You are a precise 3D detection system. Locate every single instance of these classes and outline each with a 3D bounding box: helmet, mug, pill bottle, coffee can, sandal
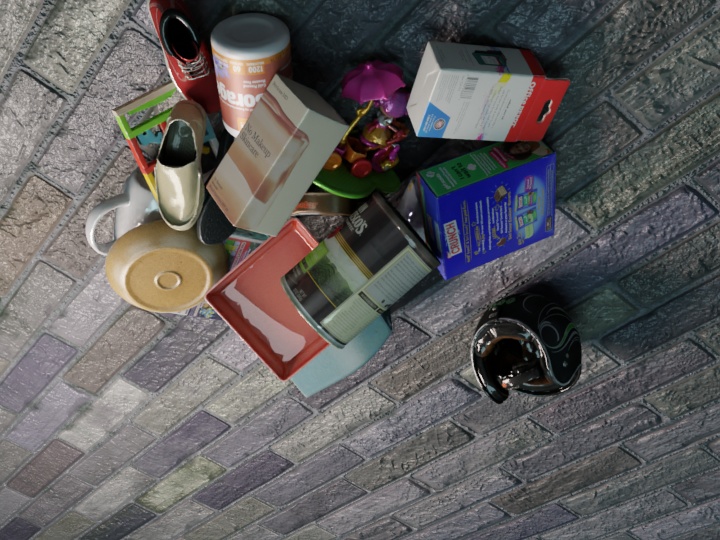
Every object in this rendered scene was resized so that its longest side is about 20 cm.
[{"bbox_3d":[0.299,0.139,1.442,0.199,0.190,0.201,7,103,31],"label":"helmet"},{"bbox_3d":[-0.365,-0.086,1.369,0.199,0.148,0.176,-17,143,-33],"label":"mug"},{"bbox_3d":[-0.153,-0.263,1.192,0.112,0.112,0.201,6,135,7],"label":"pill bottle"},{"bbox_3d":[0.000,0.000,1.222,0.200,0.146,0.146,-41,119,6],"label":"coffee can"},{"bbox_3d":[-0.220,-0.137,1.306,0.048,0.201,0.075,11,174,45],"label":"sandal"}]

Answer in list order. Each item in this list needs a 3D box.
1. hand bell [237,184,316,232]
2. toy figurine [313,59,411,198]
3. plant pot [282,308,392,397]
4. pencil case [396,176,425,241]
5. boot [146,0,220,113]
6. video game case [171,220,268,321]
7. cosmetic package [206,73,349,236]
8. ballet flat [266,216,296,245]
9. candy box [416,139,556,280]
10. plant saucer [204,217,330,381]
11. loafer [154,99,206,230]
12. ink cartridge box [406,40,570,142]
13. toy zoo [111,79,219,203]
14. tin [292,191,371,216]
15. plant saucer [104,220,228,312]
[{"bbox_3d":[-0.145,-0.115,1.376,0.200,0.104,0.104,-31,122,21],"label":"hand bell"},{"bbox_3d":[0.019,-0.220,1.204,0.199,0.151,0.184,10,130,-31],"label":"toy figurine"},{"bbox_3d":[-0.055,0.069,1.461,0.199,0.197,0.196,-23,127,15],"label":"plant pot"},{"bbox_3d":[0.082,-0.072,1.355,0.091,0.083,0.200,52,135,14],"label":"pencil case"},{"bbox_3d":[-0.240,-0.290,1.156,0.072,0.144,0.200,-26,131,-5],"label":"boot"},{"bbox_3d":[-0.258,0.004,1.382,0.181,0.023,0.200,11,128,-25],"label":"video game case"},{"bbox_3d":[-0.120,-0.161,1.149,0.087,0.103,0.200,14,118,-48],"label":"cosmetic package"},{"bbox_3d":[-0.147,-0.105,1.293,0.073,0.073,0.200,-19,134,28],"label":"ballet flat"},{"bbox_3d":[0.195,-0.100,1.244,0.199,0.077,0.170,-22,134,-12],"label":"candy box"},{"bbox_3d":[-0.116,0.047,1.320,0.200,0.037,0.200,-40,102,5],"label":"plant saucer"},{"bbox_3d":[-0.275,-0.153,1.217,0.075,0.068,0.201,9,110,5],"label":"loafer"},{"bbox_3d":[0.178,-0.248,1.140,0.199,0.067,0.116,0,139,-18],"label":"ink cartridge box"},{"bbox_3d":[-0.288,-0.189,1.275,0.020,0.131,0.201,26,142,52],"label":"toy zoo"},{"bbox_3d":[-0.051,-0.104,1.287,0.111,0.200,0.042,5,95,18],"label":"tin"},{"bbox_3d":[-0.315,0.006,1.327,0.199,0.036,0.201,-9,134,-9],"label":"plant saucer"}]
